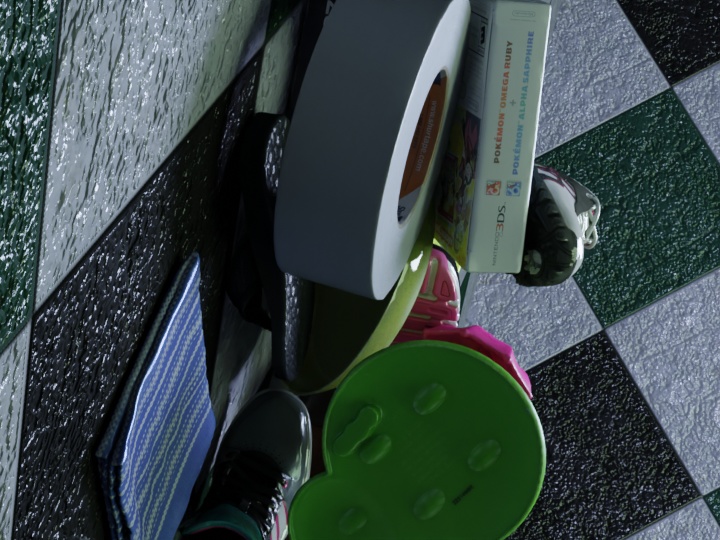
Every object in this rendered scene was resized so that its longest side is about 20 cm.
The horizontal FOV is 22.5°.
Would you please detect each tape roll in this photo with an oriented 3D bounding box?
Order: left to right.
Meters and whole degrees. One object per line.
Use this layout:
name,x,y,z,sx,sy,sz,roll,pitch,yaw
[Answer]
tape roll,0.010,-0.085,1.136,0.200,0.066,0.201,17,90,-79

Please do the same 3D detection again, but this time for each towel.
towel,-0.116,0.101,1.085,0.200,0.024,0.145,93,14,-57

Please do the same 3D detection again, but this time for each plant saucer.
plant saucer,0.000,0.000,1.309,0.200,0.031,0.200,-47,-150,38

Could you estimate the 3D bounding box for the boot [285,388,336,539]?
boot,-0.004,0.208,1.379,0.068,0.188,0.200,45,70,-85

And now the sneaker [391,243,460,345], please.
sneaker,0.040,0.025,1.390,0.200,0.074,0.088,96,5,-58

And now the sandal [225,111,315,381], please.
sandal,-0.062,-0.017,1.186,0.075,0.048,0.201,-63,154,-50

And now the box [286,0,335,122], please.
box,0.005,-0.188,1.275,0.200,0.049,0.162,-59,165,-61

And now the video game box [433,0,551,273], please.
video game box,0.077,-0.110,1.270,0.200,0.047,0.183,-125,-139,-71

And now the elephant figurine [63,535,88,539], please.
elephant figurine,-0.147,0.264,0.914,0.141,0.155,0.200,-27,142,-13

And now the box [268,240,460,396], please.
box,0.004,0.049,1.483,0.048,0.122,0.200,-2,-113,55

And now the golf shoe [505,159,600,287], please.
golf shoe,0.136,-0.041,1.287,0.200,0.088,0.077,-116,-146,-69

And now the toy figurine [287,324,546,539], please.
toy figurine,0.050,0.114,1.277,0.200,0.150,0.184,-46,180,19

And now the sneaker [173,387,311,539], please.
sneaker,-0.085,0.169,1.252,0.121,0.083,0.200,114,-5,-76
